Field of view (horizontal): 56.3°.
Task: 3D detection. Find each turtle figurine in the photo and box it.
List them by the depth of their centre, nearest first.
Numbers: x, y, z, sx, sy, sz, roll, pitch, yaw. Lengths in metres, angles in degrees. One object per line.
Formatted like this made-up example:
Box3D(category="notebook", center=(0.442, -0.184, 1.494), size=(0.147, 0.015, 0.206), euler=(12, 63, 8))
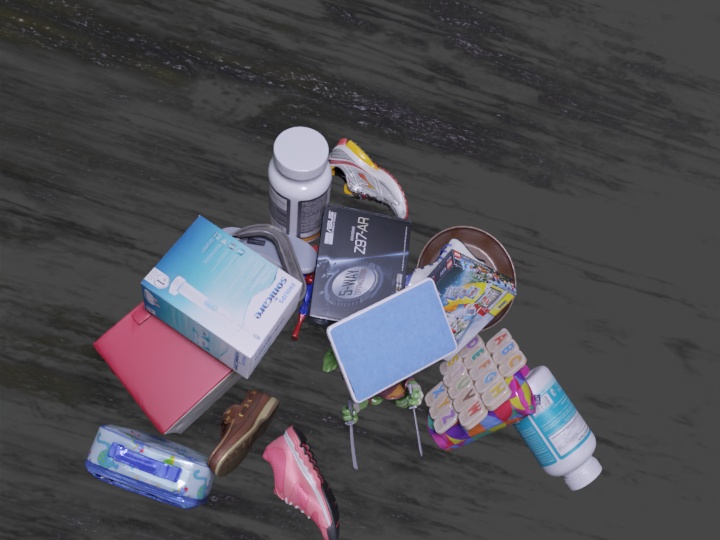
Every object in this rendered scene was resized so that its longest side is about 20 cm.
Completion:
Box3D(category="turtle figurine", center=(0.027, 0.214, 1.133), size=(0.194, 0.142, 0.203), euler=(46, 63, -30))

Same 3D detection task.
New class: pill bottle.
Box3D(category="pill bottle", center=(-0.107, -0.147, 1.186), size=(0.112, 0.202, 0.119), euler=(4, 58, -6))
Box3D(category="pill bottle", center=(0.341, 0.282, 1.194), size=(0.109, 0.111, 0.203), euler=(-32, 83, -13))

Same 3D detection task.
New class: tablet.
Box3D(category="tablet", center=(0.053, 0.110, 1.076), size=(0.196, 0.014, 0.133), euler=(-25, 98, -16))

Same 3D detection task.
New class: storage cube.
Box3D(category="storage cube", center=(-0.301, 0.143, 1.118), size=(0.199, 0.171, 0.181), euler=(-40, 84, -14))

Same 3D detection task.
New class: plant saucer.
Box3D(category="plant saucer", center=(0.197, 0.019, 1.278), size=(0.194, 0.037, 0.207), euler=(1, 77, -6))

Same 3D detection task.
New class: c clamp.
Box3D(category="c clamp", center=(-0.175, -0.001, 1.124), size=(0.166, 0.027, 0.204), euler=(-2, 54, -22))

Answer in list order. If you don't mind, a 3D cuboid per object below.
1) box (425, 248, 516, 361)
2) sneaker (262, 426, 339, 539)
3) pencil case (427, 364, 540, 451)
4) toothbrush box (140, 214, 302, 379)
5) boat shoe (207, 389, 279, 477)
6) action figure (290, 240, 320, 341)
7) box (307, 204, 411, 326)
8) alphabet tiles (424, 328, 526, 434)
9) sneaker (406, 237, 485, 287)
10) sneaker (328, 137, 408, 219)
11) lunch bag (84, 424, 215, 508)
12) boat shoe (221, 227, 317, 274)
Box3D(category="box", center=(0.155, 0.065, 1.161), size=(0.134, 0.201, 0.038), euler=(23, 38, -21))
Box3D(category="sneaker", center=(-0.101, 0.376, 1.150), size=(0.085, 0.074, 0.204), euler=(-28, 77, 2))
Box3D(category="pencil case", center=(0.209, 0.238, 1.152), size=(0.198, 0.088, 0.090), euler=(-32, 78, 28))
Box3D(category="toothbrush box", center=(-0.208, 0.039, 1.020), size=(0.197, 0.086, 0.148), euler=(31, 58, 5))
Box3D(category="boat shoe", center=(-0.202, 0.263, 1.109), size=(0.066, 0.200, 0.073), euler=(29, 116, 7))
Box3D(category="action figure", center=(-0.100, 0.025, 1.235), size=(0.064, 0.052, 0.204), euler=(26, 70, -6))
Box3D(category="box", center=(0.000, 0.000, 1.143), size=(0.155, 0.044, 0.206), euler=(11, 69, -7))
Box3D(category="alphabet tiles", center=(0.191, 0.186, 1.153), size=(0.195, 0.201, 0.015), euler=(-41, 109, 10))
Box3D(category="sneaker", center=(0.146, 0.007, 1.224), size=(0.193, 0.081, 0.118), euler=(-1, 64, -2))
Box3D(category="sneaker", center=(0.013, -0.158, 1.284), size=(0.199, 0.078, 0.082), euler=(42, 79, 14))
Box3D(category="lunch bag", center=(-0.332, 0.313, 1.079), size=(0.195, 0.161, 0.085), euler=(20, 74, -2))
Box3D(category="boat shoe", center=(-0.168, -0.022, 1.218), size=(0.194, 0.067, 0.071), euler=(10, 54, 7))
